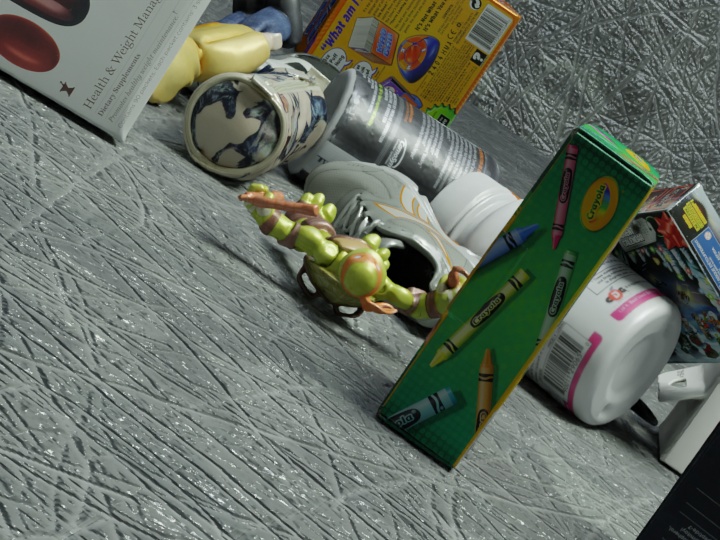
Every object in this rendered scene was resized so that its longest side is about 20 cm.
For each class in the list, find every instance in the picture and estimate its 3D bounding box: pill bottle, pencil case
[{"bbox_3d":[0.046,-0.078,1.705,0.199,0.107,0.106,31,10,-16],"label":"pill bottle"},{"bbox_3d":[0.138,0.017,1.536,0.200,0.114,0.113,40,12,28],"label":"pill bottle"},{"bbox_3d":[-0.078,-0.119,1.549,0.078,0.090,0.200,32,11,3],"label":"pencil case"}]

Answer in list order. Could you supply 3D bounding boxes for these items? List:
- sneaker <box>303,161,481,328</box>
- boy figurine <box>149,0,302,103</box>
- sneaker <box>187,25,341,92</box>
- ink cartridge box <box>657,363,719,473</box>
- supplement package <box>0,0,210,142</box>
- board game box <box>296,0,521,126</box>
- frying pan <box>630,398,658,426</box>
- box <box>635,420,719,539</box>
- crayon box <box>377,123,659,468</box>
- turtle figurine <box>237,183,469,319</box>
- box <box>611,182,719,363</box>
[{"bbox_3d":[0.019,-0.023,1.471,0.200,0.076,0.092,39,16,32],"label":"sneaker"},{"bbox_3d":[-0.132,-0.188,1.650,0.124,0.065,0.200,9,22,30],"label":"boy figurine"},{"bbox_3d":[-0.076,-0.154,1.784,0.199,0.074,0.089,9,27,-41],"label":"sneaker"},{"bbox_3d":[0.333,0.130,1.595,0.199,0.126,0.129,35,10,1],"label":"ink cartridge box"},{"bbox_3d":[-0.204,-0.233,1.378,0.199,0.192,0.147,30,10,-19],"label":"supplement package"},{"bbox_3d":[0.055,-0.299,2.499,0.199,0.201,0.200,33,10,-10],"label":"board game box"},{"bbox_3d":[0.205,0.089,1.646,0.115,0.031,0.190,23,18,-47],"label":"frying pan"},{"bbox_3d":[0.231,0.130,1.109,0.104,0.183,0.200,36,9,12],"label":"box"},{"bbox_3d":[0.096,0.011,1.172,0.058,0.201,0.119,35,10,5],"label":"crayon box"},{"bbox_3d":[0.000,0.000,1.315,0.199,0.065,0.161,24,4,-10],"label":"turtle figurine"},{"bbox_3d":[0.227,0.007,1.550,0.137,0.040,0.200,58,-23,-11],"label":"box"}]
